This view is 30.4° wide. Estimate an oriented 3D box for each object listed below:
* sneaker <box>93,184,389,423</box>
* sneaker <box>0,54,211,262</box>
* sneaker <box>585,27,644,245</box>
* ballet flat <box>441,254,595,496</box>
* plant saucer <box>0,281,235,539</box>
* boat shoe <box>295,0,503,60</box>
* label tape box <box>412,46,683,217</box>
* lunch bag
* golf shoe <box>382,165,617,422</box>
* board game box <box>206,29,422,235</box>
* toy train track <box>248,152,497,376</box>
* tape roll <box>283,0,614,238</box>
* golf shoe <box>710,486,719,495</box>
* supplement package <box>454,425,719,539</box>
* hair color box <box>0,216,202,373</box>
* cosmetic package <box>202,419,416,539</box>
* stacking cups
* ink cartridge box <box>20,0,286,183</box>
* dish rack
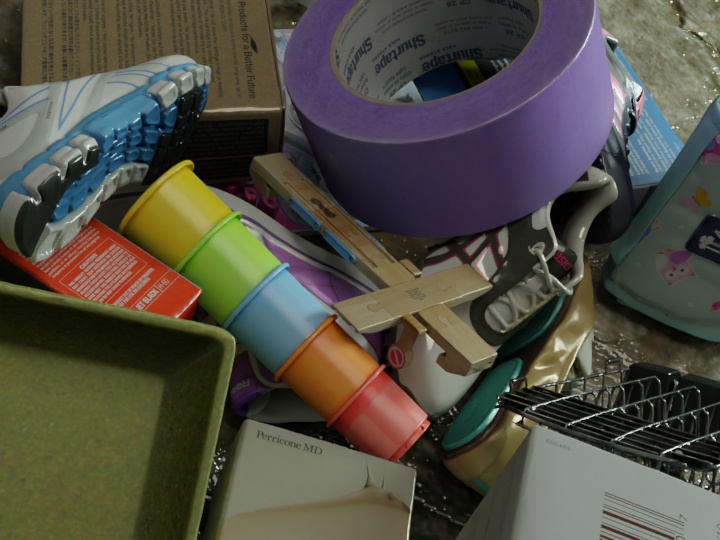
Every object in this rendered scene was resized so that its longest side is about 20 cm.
[{"bbox_3d":[-0.080,0.022,0.789,0.200,0.073,0.115,23,49,-3],"label":"sneaker"},{"bbox_3d":[-0.154,-0.082,0.721,0.086,0.075,0.200,29,32,11],"label":"sneaker"},{"bbox_3d":[0.168,-0.103,0.914,0.082,0.070,0.201,1,53,-17],"label":"sneaker"},{"bbox_3d":[0.111,0.070,0.843,0.063,0.069,0.200,46,49,-12],"label":"ballet flat"},{"bbox_3d":[-0.178,0.108,0.638,0.199,0.048,0.201,13,83,-12],"label":"plant saucer"},{"bbox_3d":[0.033,-0.211,0.989,0.199,0.066,0.074,29,33,35],"label":"boat shoe"},{"bbox_3d":[0.132,-0.093,0.983,0.199,0.063,0.145,-8,55,-27],"label":"label tape box"},{"bbox_3d":[0.282,-0.041,0.924,0.199,0.171,0.122,-1,50,-29],"label":"lunch bag"},{"bbox_3d":[0.083,0.006,0.818,0.077,0.088,0.201,46,63,-35],"label":"golf shoe"},{"bbox_3d":[-0.032,-0.112,0.957,0.199,0.026,0.201,-5,53,-27],"label":"board game box"},{"bbox_3d":[0.000,0.000,0.782,0.114,0.033,0.200,-15,49,-43],"label":"toy train track"},{"bbox_3d":[0.057,-0.122,0.845,0.199,0.085,0.201,-11,46,11],"label":"tape roll"},{"bbox_3d":[0.185,0.184,0.758,0.199,0.075,0.092,-13,60,-30],"label":"golf shoe"},{"bbox_3d":[0.088,0.189,0.621,0.117,0.200,0.117,21,46,-4],"label":"supplement package"},{"bbox_3d":[-0.194,0.003,0.735,0.199,0.102,0.061,33,44,8],"label":"hair color box"},{"bbox_3d":[-0.038,0.185,0.663,0.103,0.073,0.201,16,47,-8],"label":"cosmetic package"},{"bbox_3d":[-0.042,0.025,0.737,0.200,0.061,0.061,41,47,2],"label":"stacking cups"},{"bbox_3d":[-0.142,-0.152,0.887,0.164,0.075,0.201,-3,53,-9],"label":"ink cartridge box"},{"bbox_3d":[0.175,0.095,0.755,0.153,0.055,0.199,13,10,38],"label":"dish rack"}]
